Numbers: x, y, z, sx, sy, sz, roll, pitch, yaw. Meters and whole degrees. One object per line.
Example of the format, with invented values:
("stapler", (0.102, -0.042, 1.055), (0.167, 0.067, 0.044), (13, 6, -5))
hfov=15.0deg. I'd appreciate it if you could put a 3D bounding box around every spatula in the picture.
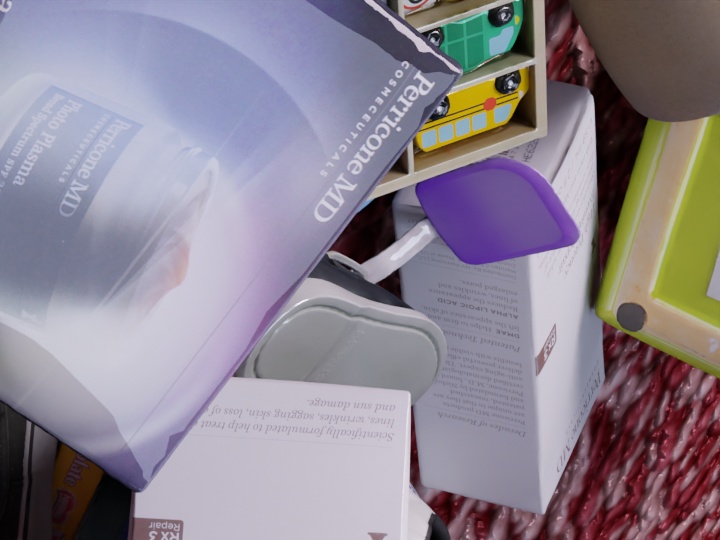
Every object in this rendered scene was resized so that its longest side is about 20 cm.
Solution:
("spatula", (0.000, 0.000, 1.223), (0.199, 0.021, 0.057), (-24, 123, 19))

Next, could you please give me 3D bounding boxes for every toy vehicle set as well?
("toy vehicle set", (-0.016, -0.083, 1.129), (0.199, 0.027, 0.125), (-20, 129, -18))

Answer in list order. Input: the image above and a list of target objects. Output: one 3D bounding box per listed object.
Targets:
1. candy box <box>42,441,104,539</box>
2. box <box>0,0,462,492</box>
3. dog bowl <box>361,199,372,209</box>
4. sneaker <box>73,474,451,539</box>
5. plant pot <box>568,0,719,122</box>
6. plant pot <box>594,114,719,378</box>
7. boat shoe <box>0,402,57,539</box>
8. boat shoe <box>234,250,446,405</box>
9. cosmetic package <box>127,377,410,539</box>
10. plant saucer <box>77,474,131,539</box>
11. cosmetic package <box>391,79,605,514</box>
("candy box", (-0.123, 0.083, 1.192), (0.026, 0.102, 0.201), (24, 107, -7))
("box", (-0.106, -0.063, 0.993), (0.198, 0.123, 0.200), (36, 93, -27))
("dog bowl", (-0.007, -0.106, 1.183), (0.111, 0.050, 0.201), (-1, 120, -46))
("sneaker", (-0.027, 0.122, 1.298), (0.199, 0.115, 0.081), (3, 118, -43))
("plant pot", (0.154, -0.184, 1.197), (0.200, 0.200, 0.134), (-47, 111, -6))
("plant pot", (0.233, -0.036, 1.330), (0.181, 0.198, 0.201), (-30, 141, -56))
("boat shoe", (-0.166, 0.084, 1.132), (0.063, 0.071, 0.201), (9, 87, -41))
("boat shoe", (-0.019, 0.024, 1.176), (0.076, 0.060, 0.200), (-44, 157, 0))
("cosmetic package", (-0.039, 0.101, 1.144), (0.200, 0.112, 0.082), (108, -14, -76))
("plant saucer", (-0.115, 0.130, 1.132), (0.200, 0.019, 0.070), (-78, -171, -78))
("cosmetic package", (0.070, 0.012, 1.317), (0.201, 0.074, 0.102), (81, 28, -45))
